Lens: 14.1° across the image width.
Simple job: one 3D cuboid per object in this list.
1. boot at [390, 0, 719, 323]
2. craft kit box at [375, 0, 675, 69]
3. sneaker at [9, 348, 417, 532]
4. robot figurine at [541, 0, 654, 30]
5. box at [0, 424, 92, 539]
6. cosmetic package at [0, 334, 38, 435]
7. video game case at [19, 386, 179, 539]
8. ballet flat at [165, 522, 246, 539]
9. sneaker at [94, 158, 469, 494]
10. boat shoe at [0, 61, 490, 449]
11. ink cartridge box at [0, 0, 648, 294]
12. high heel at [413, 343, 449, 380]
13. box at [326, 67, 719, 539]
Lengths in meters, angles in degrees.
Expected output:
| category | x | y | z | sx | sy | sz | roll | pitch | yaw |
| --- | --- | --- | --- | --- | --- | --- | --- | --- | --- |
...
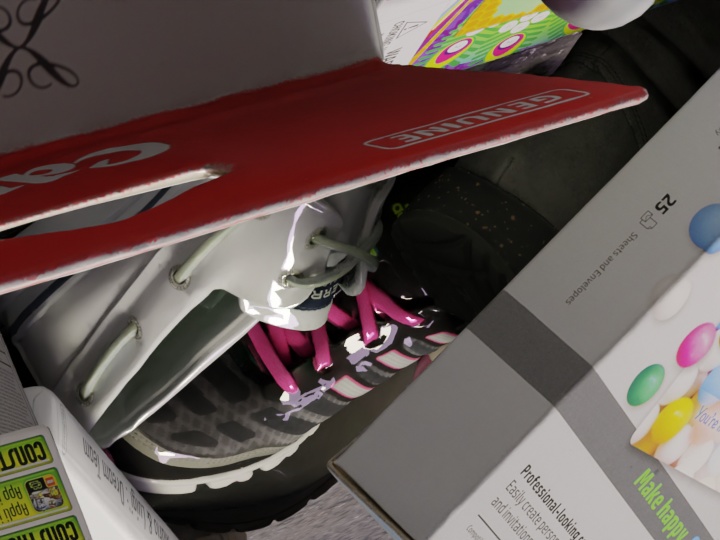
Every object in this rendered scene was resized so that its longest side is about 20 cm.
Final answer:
| category | x | y | z | sx | sy | sz | roll | pitch | yaw |
| --- | --- | --- | --- | --- | --- | --- | --- | --- | --- |
| boot | 0.084 | -0.015 | 0.827 | 0.131 | 0.068 | 0.200 | -52 | 155 | -13 |
| craft kit box | 0.089 | -0.119 | 0.648 | 0.197 | 0.049 | 0.200 | -22 | 166 | -25 |
| sneaker | -0.063 | 0.046 | 0.946 | 0.199 | 0.076 | 0.091 | -20 | 162 | -26 |
| robot figurine | 0.086 | -0.104 | 0.470 | 0.169 | 0.113 | 0.200 | -33 | 141 | 18 |
| box | -0.152 | 0.104 | 0.730 | 0.110 | 0.035 | 0.200 | -14 | 161 | -33 |
| cosmetic package | -0.185 | 0.056 | 0.743 | 0.199 | 0.083 | 0.051 | -27 | 164 | 7 |
| video game case | -0.154 | 0.093 | 0.849 | 0.199 | 0.024 | 0.182 | -11 | 153 | 9 |
| ballet flat | -0.077 | 0.096 | 1.042 | 0.071 | 0.072 | 0.200 | -22 | -174 | -10 |
| sneaker | 0.000 | 0.000 | 0.884 | 0.199 | 0.074 | 0.087 | -24 | 168 | -27 |
| boat shoe | -0.021 | -0.016 | 0.788 | 0.073 | 0.067 | 0.200 | -11 | 160 | -47 |
| ink cartridge box | -0.080 | -0.032 | 0.510 | 0.199 | 0.045 | 0.176 | -17 | -166 | -30 |
| high heel | 0.070 | 0.019 | 1.021 | 0.096 | 0.067 | 0.200 | -47 | -177 | -15 |
| box | 0.098 | 0.020 | 0.769 | 0.200 | 0.041 | 0.156 | -46 | 146 | -5 |
